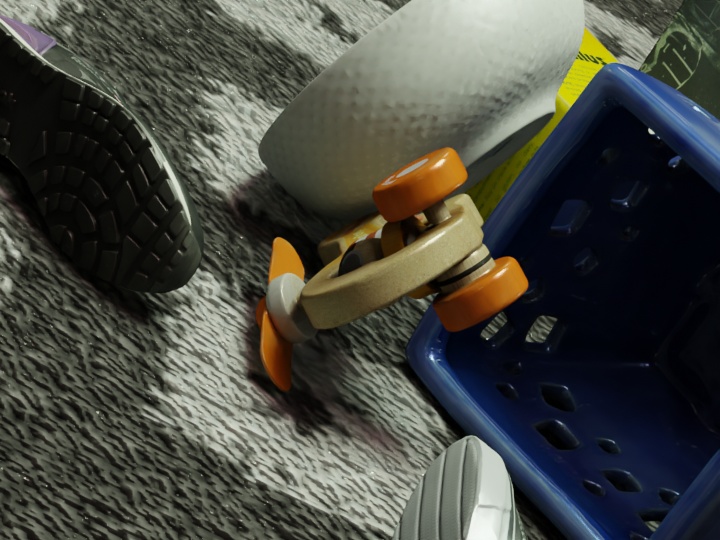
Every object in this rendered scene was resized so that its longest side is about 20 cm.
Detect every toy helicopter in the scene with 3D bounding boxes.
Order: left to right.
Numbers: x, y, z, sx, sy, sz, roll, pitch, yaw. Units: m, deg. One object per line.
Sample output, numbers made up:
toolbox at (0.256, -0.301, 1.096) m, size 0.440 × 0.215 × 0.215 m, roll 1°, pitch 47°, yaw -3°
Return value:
toy helicopter at (0.000, 0.000, 1.361) m, size 0.079 × 0.132 × 0.200 m, roll 60°, pitch -2°, yaw -8°

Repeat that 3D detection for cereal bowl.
cereal bowl at (0.046, -0.092, 1.472) m, size 0.083 × 0.200 × 0.200 m, roll 53°, pitch 27°, yaw 7°

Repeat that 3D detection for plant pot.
plant pot at (0.177, 0.036, 1.383) m, size 0.179 × 0.200 × 0.200 m, roll 10°, pitch 31°, yaw -52°

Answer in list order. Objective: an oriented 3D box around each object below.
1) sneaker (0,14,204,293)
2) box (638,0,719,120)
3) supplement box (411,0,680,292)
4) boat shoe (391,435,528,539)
sneaker at (-0.130, -0.065, 1.348) m, size 0.200 × 0.076 × 0.087 m, roll 45°, pitch 21°, yaw 27°
box at (0.251, -0.047, 1.622) m, size 0.123 × 0.197 × 0.200 m, roll 5°, pitch 35°, yaw -44°
supplement box at (0.104, -0.078, 1.611) m, size 0.109 × 0.109 × 0.200 m, roll 8°, pitch 34°, yaw -44°
boat shoe at (0.055, 0.157, 1.165) m, size 0.071 × 0.072 × 0.201 m, roll 33°, pitch 32°, yaw -21°
